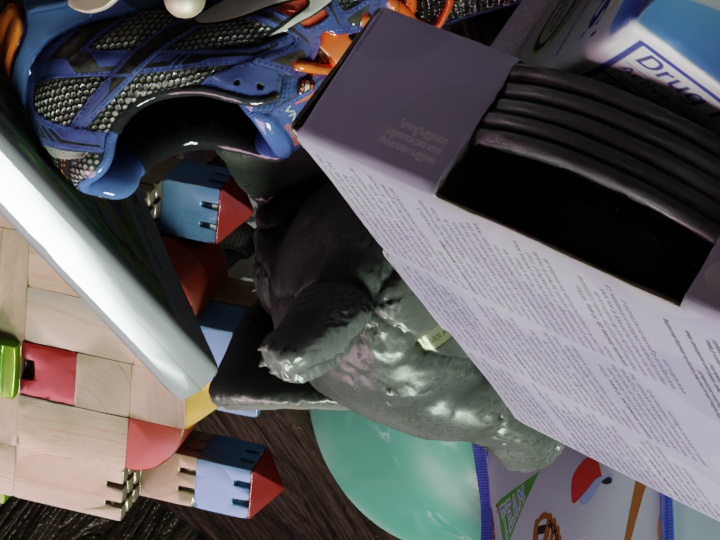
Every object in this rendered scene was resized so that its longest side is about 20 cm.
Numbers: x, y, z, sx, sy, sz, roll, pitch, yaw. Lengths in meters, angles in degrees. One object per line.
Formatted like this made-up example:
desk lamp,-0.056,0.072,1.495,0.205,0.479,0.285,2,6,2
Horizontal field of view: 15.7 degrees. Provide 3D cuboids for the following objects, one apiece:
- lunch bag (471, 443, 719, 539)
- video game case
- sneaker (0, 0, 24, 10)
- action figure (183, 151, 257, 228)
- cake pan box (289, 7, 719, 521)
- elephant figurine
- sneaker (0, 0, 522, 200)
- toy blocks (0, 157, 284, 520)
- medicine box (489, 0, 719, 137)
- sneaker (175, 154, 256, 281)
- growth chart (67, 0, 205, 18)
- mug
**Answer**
lunch bag,0.125,0.145,0.993,0.123,0.201,0.170,4,170,-20
video game case,-0.133,-0.067,0.938,0.200,0.022,0.182,50,-174,-35
sneaker,-0.134,-0.166,0.909,0.201,0.088,0.081,57,157,1
action figure,-0.070,-0.072,1.126,0.193,0.105,0.200,21,-169,-39
cake pan box,0.092,0.018,0.733,0.184,0.052,0.200,23,164,35
elephant figurine,0.000,0.000,0.959,0.155,0.142,0.200,40,164,-33
sneaker,-0.021,-0.075,0.880,0.075,0.199,0.079,60,-168,-61
toy blocks,-0.096,0.029,1.119,0.136,0.201,0.100,11,-156,11
medicine box,0.140,-0.038,0.753,0.182,0.103,0.200,36,167,-8
sneaker,-0.078,-0.023,1.248,0.085,0.077,0.200,49,-155,-7
growth chart,-0.116,-0.172,0.849,0.199,0.146,0.018,26,-163,24
mug,0.054,0.047,1.127,0.184,0.153,0.114,5,174,-25
